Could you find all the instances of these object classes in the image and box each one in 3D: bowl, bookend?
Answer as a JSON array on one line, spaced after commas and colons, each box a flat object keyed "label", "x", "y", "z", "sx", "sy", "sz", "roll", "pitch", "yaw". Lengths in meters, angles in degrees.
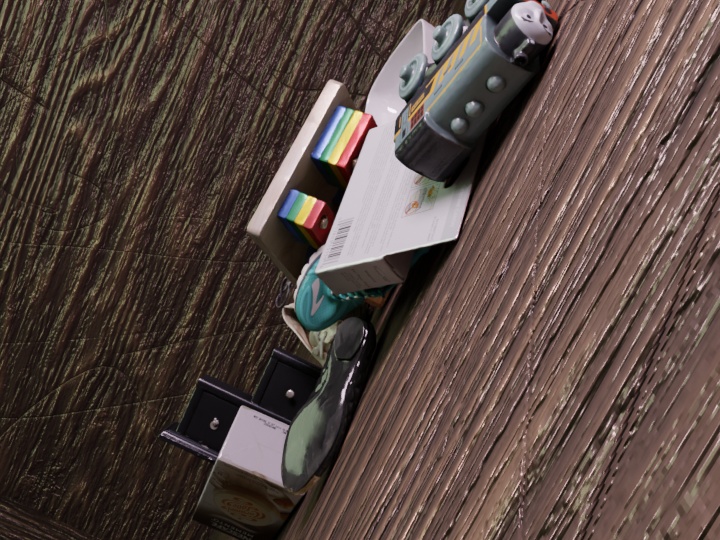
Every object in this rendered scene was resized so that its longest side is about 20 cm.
[{"label": "bowl", "x": 0.071, "y": -0.221, "z": 1.239, "sx": 0.200, "sy": 0.074, "sz": 0.203, "roll": -45, "pitch": 34, "yaw": 52}, {"label": "bookend", "x": -0.157, "y": 0.187, "z": 1.274, "sx": 0.092, "sy": 0.196, "sz": 0.203, "roll": 141, "pitch": 154, "yaw": -86}]

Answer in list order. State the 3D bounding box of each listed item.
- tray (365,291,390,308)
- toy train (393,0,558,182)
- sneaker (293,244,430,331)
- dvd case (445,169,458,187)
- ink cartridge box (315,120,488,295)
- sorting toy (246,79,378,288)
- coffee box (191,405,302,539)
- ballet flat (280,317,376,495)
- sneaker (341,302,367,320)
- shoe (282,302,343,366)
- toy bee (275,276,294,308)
[{"label": "tray", "x": 0.045, "y": -0.043, "z": 1.131, "sx": 0.201, "sy": 0.037, "sz": 0.100, "roll": -71, "pitch": 6, "yaw": -62}, {"label": "toy train", "x": 0.098, "y": -0.170, "z": 0.772, "sx": 0.200, "sy": 0.084, "sz": 0.115, "roll": -45, "pitch": 30, "yaw": 43}, {"label": "sneaker", "x": 0.000, "y": 0.000, "z": 0.936, "sx": 0.200, "sy": 0.077, "sz": 0.080, "roll": -42, "pitch": 25, "yaw": 23}, {"label": "dvd case", "x": 0.114, "y": -0.154, "z": 1.000, "sx": 0.200, "sy": 0.016, "sz": 0.150, "roll": 121, "pitch": 173, "yaw": -61}, {"label": "ink cartridge box", "x": 0.056, "y": -0.079, "z": 0.868, "sx": 0.172, "sy": 0.044, "sz": 0.202, "roll": -11, "pitch": 46, "yaw": 39}, {"label": "sorting toy", "x": -0.025, "y": -0.080, "z": 1.035, "sx": 0.202, "sy": 0.069, "sz": 0.199, "roll": -63, "pitch": -24, "yaw": -13}, {"label": "coffee box", "x": -0.134, "y": 0.268, "z": 1.111, "sx": 0.201, "sy": 0.113, "sz": 0.080, "roll": 117, "pitch": 176, "yaw": -50}, {"label": "ballet flat", "x": -0.027, "y": 0.146, "z": 0.937, "sx": 0.057, "sy": 0.066, "sz": 0.202, "roll": 46, "pitch": -117, "yaw": -51}, {"label": "sneaker", "x": -0.023, "y": 0.049, "z": 1.254, "sx": 0.200, "sy": 0.069, "sz": 0.076, "roll": -71, "pitch": 3, "yaw": -67}, {"label": "shoe", "x": -0.052, "y": 0.086, "z": 1.116, "sx": 0.200, "sy": 0.052, "sz": 0.071, "roll": -136, "pitch": 54, "yaw": -63}, {"label": "toy bee", "x": -0.056, "y": -0.039, "z": 1.191, "sx": 0.130, "sy": 0.107, "sz": 0.204, "roll": 1, "pitch": 79, "yaw": 66}]
